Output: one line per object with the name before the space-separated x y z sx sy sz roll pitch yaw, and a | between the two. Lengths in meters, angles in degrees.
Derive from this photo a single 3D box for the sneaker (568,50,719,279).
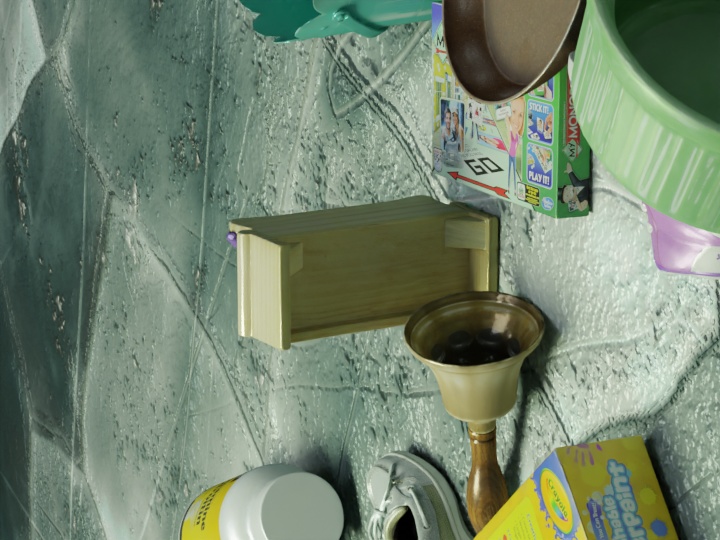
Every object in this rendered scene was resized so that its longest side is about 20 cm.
sneaker | 0.186 -0.063 1.432 0.201 0.072 0.115 -128 36 -51

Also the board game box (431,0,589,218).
board game box | 0.108 -0.122 1.647 0.200 0.029 0.135 -155 61 -63

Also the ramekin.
ramekin | 0.210 -0.114 1.217 0.098 0.200 0.200 105 150 -54

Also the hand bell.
hand bell | 0.092 0.127 1.697 0.104 0.104 0.200 -133 32 -54

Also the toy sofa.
toy sofa | 0.000 0.000 1.710 0.098 0.200 0.083 21 115 57

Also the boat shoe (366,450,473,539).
boat shoe | 0.047 0.220 1.818 0.202 0.065 0.075 -122 35 -45

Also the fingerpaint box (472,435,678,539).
fingerpaint box | 0.164 0.240 1.545 0.167 0.073 0.200 121 137 -55

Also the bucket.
bucket | -0.010 -0.277 1.747 0.207 0.134 0.208 175 90 -66

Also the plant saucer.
plant saucer | 0.119 -0.210 1.550 0.200 0.034 0.201 -32 54 58

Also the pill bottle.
pill bottle | -0.088 0.239 2.073 0.200 0.112 0.112 149 113 -64
